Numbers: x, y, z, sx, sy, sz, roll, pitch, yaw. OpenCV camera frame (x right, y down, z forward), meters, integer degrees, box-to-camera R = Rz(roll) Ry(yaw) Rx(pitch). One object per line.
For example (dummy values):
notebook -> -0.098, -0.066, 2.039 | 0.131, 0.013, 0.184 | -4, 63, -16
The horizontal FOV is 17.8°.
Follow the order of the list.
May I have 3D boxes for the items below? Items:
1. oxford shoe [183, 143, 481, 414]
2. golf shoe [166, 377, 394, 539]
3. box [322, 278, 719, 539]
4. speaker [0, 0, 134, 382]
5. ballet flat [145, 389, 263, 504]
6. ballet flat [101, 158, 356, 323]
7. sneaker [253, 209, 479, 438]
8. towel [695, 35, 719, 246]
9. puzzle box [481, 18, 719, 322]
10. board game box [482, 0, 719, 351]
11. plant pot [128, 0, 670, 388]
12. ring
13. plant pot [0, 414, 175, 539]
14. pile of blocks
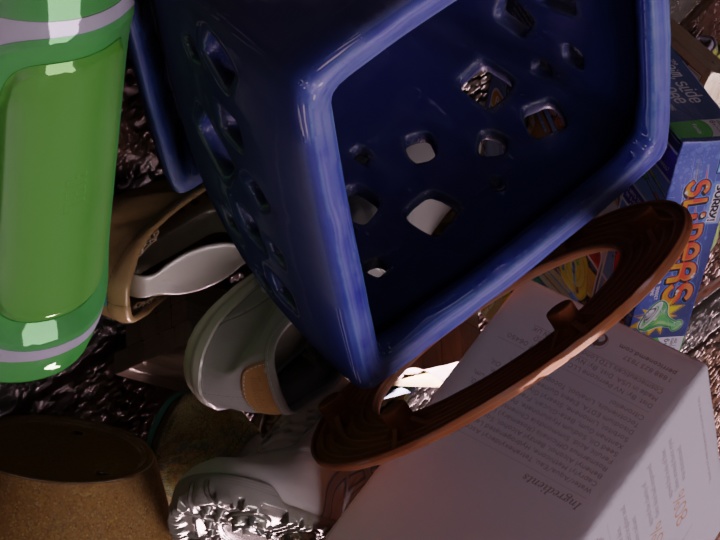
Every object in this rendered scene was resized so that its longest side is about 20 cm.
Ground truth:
oxford shoe -> 0.000, 0.000, 1.089 | 0.200, 0.058, 0.075 | -45, 138, -27
golf shoe -> -0.032, 0.094, 1.113 | 0.200, 0.078, 0.097 | 22, 64, -63
box -> 0.076, 0.135, 1.099 | 0.200, 0.106, 0.152 | -50, 150, -22
speaker -> -0.142, -0.052, 0.954 | 0.088, 0.088, 0.200 | -23, 138, -37
ballet flat -> -0.064, 0.116, 1.186 | 0.071, 0.071, 0.200 | -42, 161, -15
ballet flat -> -0.056, -0.028, 1.100 | 0.200, 0.063, 0.069 | -31, 136, -29
sneaker -> 0.023, 0.032, 1.252 | 0.200, 0.067, 0.090 | -55, 166, 23
towel -> 0.172, -0.043, 1.404 | 0.144, 0.023, 0.200 | -40, 146, -18
puzzle box -> 0.125, -0.046, 1.245 | 0.025, 0.133, 0.200 | 13, 112, -29
board game box -> 0.120, -0.066, 1.158 | 0.034, 0.200, 0.135 | -4, 129, -20
plant pot -> 0.005, -0.105, 0.994 | 0.200, 0.180, 0.200 | -36, 144, -21
ring -> 0.059, 0.023, 1.025 | 0.200, 0.200, 0.019 | -39, 102, -19
plant pot -> -0.156, 0.177, 1.100 | 0.186, 0.186, 0.200 | -9, 111, -47
pile of blocks -> -0.026, 0.027, 1.163 | 0.200, 0.062, 0.082 | 5, 156, -22
